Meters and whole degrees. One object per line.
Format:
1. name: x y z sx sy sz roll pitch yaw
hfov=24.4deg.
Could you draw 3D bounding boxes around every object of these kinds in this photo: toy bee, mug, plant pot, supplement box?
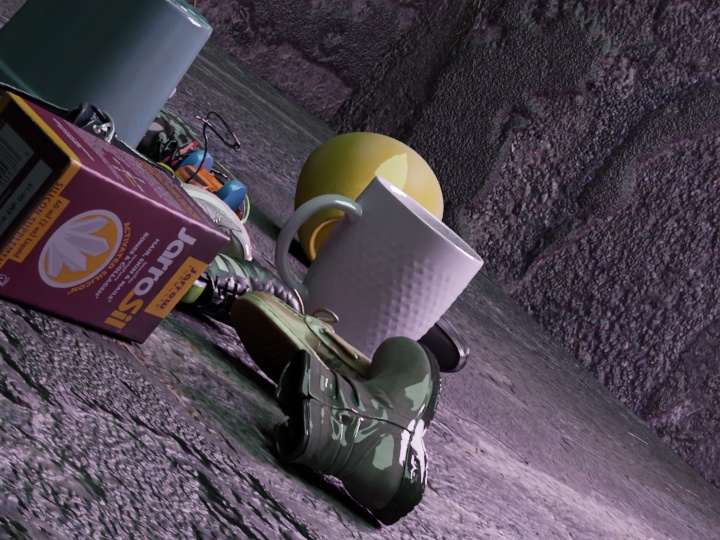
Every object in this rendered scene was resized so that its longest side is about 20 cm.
1. toy bee: -0.179 -0.075 1.684 0.131 0.109 0.200 35 -22 36
2. mug: 0.000 0.000 1.741 0.200 0.175 0.148 35 8 -28
3. plant pot: -0.004 -0.059 2.165 0.200 0.200 0.142 38 33 -9
4. plant pot: -0.258 -0.202 1.598 0.200 0.196 0.200 39 6 -5
5. supplement box: -0.199 -0.032 1.178 0.086 0.110 0.200 44 9 30

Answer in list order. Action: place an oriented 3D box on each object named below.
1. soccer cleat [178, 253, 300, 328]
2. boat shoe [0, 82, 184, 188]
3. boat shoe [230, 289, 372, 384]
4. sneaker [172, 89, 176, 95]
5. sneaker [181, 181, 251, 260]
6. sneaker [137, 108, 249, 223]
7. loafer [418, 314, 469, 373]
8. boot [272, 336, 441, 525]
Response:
1. soccer cleat: -0.138 0.012 1.450 0.200 0.068 0.081 29 20 -23
2. boat shoe: -0.238 -0.109 1.416 0.200 0.068 0.072 21 21 -13
3. boat shoe: -0.028 0.082 1.444 0.200 0.063 0.073 45 -32 -14
4. sneaker: -0.334 -0.336 2.531 0.200 0.071 0.073 44 9 34
5. sneaker: -0.187 -0.045 1.527 0.200 0.078 0.082 28 19 -25
6. sneaker: -0.201 -0.119 1.851 0.200 0.077 0.084 37 4 -13
7. loafer: 0.040 0.063 2.024 0.200 0.073 0.072 32 14 14
8. boot: -0.005 0.098 1.331 0.131 0.068 0.200 38 33 -24
